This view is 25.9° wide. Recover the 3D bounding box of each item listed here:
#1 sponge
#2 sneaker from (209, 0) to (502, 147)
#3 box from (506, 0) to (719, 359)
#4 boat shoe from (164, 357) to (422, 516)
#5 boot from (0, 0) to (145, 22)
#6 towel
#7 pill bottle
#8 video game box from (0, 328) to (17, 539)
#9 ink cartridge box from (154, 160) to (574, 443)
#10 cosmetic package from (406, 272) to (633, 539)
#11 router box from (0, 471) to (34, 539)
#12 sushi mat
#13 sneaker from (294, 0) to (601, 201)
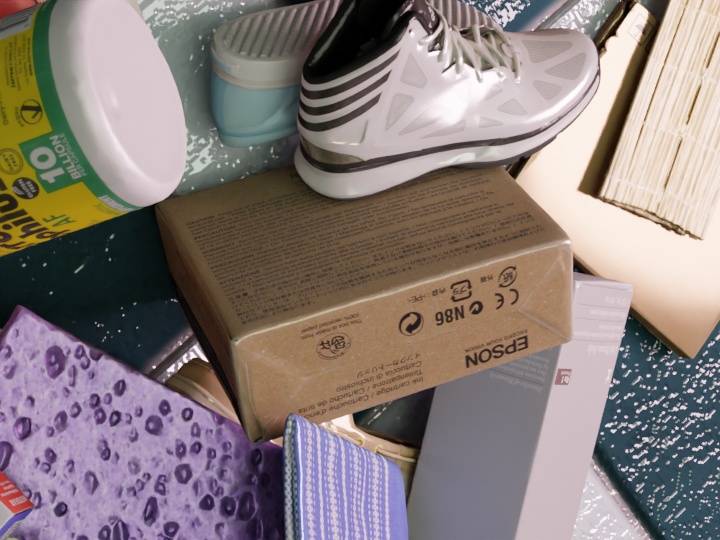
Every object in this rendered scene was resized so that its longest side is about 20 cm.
[{"bbox_3d":[-0.127,0.115,0.861,0.199,0.030,0.112,30,84,-14],"label":"sponge"},{"bbox_3d":[-0.006,-0.119,0.959,0.199,0.074,0.082,-11,133,-27],"label":"sneaker"},{"bbox_3d":[0.204,-0.060,1.078,0.200,0.021,0.164,38,83,-25],"label":"box"},{"bbox_3d":[-0.033,0.095,0.976,0.200,0.074,0.070,35,81,-35],"label":"boat shoe"},{"bbox_3d":[-0.189,-0.119,0.871,0.143,0.072,0.201,-25,108,-11],"label":"boot"},{"bbox_3d":[-0.001,0.164,0.863,0.024,0.200,0.146,-8,74,14],"label":"towel"},{"bbox_3d":[-0.200,-0.061,0.807,0.199,0.113,0.113,-17,109,17],"label":"pill bottle"},{"bbox_3d":[-0.230,0.127,0.890,0.200,0.047,0.183,39,85,-29],"label":"video game box"},{"bbox_3d":[0.000,0.000,0.903,0.198,0.165,0.076,-16,123,-13],"label":"ink cartridge box"},{"bbox_3d":[0.099,0.097,1.005,0.107,0.090,0.202,2,99,-61],"label":"cosmetic package"},{"bbox_3d":[-0.300,0.133,0.797,0.179,0.049,0.200,44,88,3],"label":"router box"},{"bbox_3d":[0.230,-0.127,1.058,0.095,0.012,0.201,22,87,-24],"label":"sushi mat"},{"bbox_3d":[0.056,-0.118,0.887,0.199,0.076,0.116,-22,144,-18],"label":"sneaker"}]
